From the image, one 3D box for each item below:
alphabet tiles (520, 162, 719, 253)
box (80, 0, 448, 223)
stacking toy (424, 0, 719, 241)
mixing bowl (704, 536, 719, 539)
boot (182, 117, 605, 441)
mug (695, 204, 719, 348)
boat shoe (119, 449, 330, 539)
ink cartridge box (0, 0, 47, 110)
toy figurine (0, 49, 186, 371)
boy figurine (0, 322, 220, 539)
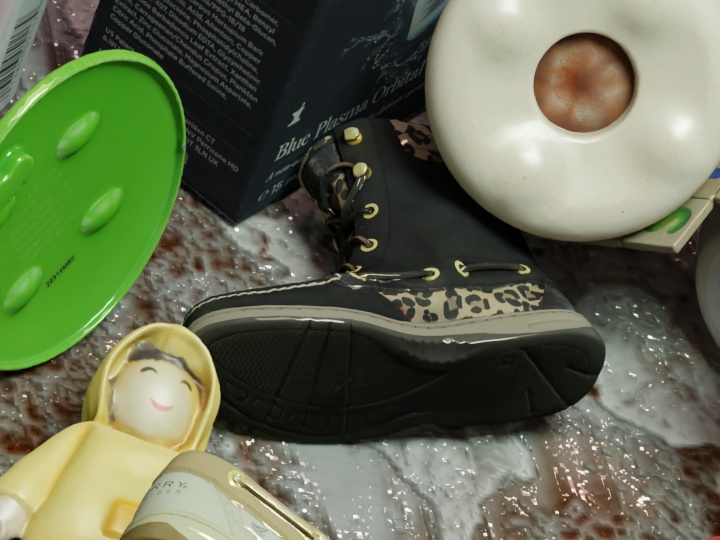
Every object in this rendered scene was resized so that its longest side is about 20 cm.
[{"bbox_3d":[0.145,-0.071,1.432,0.199,0.006,0.167,7,48,47],"label":"alphabet tiles"},{"bbox_3d":[-0.015,-0.159,1.421,0.117,0.200,0.196,38,43,17],"label":"box"},{"bbox_3d":[0.099,-0.103,1.425,0.145,0.147,0.200,18,11,-6],"label":"stacking toy"},{"bbox_3d":[0.152,0.175,1.128,0.199,0.108,0.201,-14,51,18],"label":"mixing bowl"},{"bbox_3d":[0.000,0.000,1.355,0.199,0.073,0.151,-2,43,-19],"label":"boot"},{"bbox_3d":[0.240,-0.028,1.427,0.153,0.187,0.149,-29,35,-33],"label":"mug"},{"bbox_3d":[-0.007,0.142,1.155,0.200,0.074,0.067,42,42,-22],"label":"boat shoe"},{"bbox_3d":[-0.229,-0.184,1.378,0.199,0.163,0.057,29,36,7],"label":"ink cartridge box"},{"bbox_3d":[-0.209,-0.045,1.295,0.184,0.150,0.200,29,63,28],"label":"toy figurine"},{"bbox_3d":[-0.093,0.105,1.206,0.124,0.065,0.200,18,44,-2],"label":"boy figurine"}]
